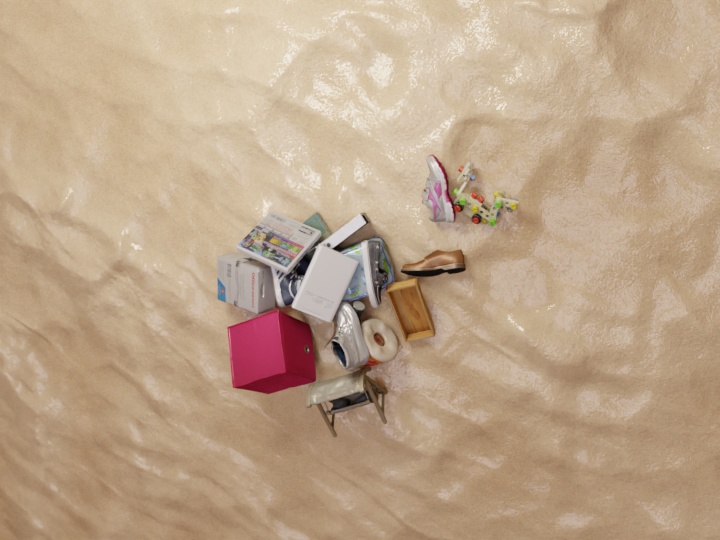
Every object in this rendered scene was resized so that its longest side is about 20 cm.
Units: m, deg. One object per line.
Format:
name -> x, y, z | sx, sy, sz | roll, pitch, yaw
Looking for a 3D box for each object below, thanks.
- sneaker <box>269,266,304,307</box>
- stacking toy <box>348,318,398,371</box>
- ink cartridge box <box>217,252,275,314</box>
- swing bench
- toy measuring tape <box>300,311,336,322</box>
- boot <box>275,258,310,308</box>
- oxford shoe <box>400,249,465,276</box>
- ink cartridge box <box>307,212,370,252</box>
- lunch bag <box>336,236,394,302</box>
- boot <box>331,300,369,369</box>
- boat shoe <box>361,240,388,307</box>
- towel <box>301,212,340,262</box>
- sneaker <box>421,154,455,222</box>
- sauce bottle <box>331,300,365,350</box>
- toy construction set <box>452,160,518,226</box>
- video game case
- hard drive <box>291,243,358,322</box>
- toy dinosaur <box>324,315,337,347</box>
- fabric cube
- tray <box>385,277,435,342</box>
sneaker -> -0.214, 0.003, 1.725 | 0.106, 0.070, 0.204 | -15, 76, 13
stacking toy -> 0.015, 0.260, 1.794 | 0.146, 0.146, 0.200 | 44, 129, 1
ink cartridge box -> -0.366, 0.038, 1.815 | 0.197, 0.085, 0.150 | 15, 109, 34
swing bench -> -0.039, 0.398, 1.780 | 0.195, 0.131, 0.201 | -18, 130, 18
toy measuring tape -> -0.141, 0.109, 1.791 | 0.197, 0.073, 0.075 | 13, 109, 42
boot -> -0.212, 0.050, 1.801 | 0.089, 0.072, 0.203 | 31, 118, 22
oxford shoe -> 0.214, -0.023, 1.690 | 0.196, 0.071, 0.073 | -8, 74, 18
ink cartridge box -> -0.063, -0.102, 1.706 | 0.198, 0.099, 0.040 | -35, 93, 12
lunch bag -> 0.000, 0.000, 1.726 | 0.196, 0.083, 0.164 | -20, 103, 12
boot -> -0.048, 0.190, 1.675 | 0.073, 0.094, 0.203 | -40, 68, 43
boat shoe -> 0.049, 0.009, 1.652 | 0.065, 0.070, 0.205 | -7, 101, 9
towel -> -0.135, -0.062, 1.794 | 0.145, 0.022, 0.202 | -32, 95, 21
sneaker -> 0.211, -0.226, 1.622 | 0.086, 0.081, 0.204 | -12, 99, 16
sauce bottle -> -0.036, 0.181, 1.777 | 0.064, 0.065, 0.202 | 27, 123, 7
toy construction set -> 0.335, -0.205, 1.586 | 0.200, 0.092, 0.132 | 44, 135, 10
video game case -> -0.247, -0.089, 1.724 | 0.197, 0.183, 0.023 | 23, 144, 22
hard drive -> -0.104, 0.039, 1.667 | 0.130, 0.025, 0.203 | 22, 102, -17
toy dinosaur -> -0.078, 0.144, 1.819 | 0.105, 0.060, 0.205 | -2, 101, 41
fabric cube -> -0.276, 0.261, 1.782 | 0.196, 0.199, 0.200 | -18, 66, 18
tray -> 0.153, 0.121, 1.715 | 0.097, 0.037, 0.203 | -12, 121, 18
